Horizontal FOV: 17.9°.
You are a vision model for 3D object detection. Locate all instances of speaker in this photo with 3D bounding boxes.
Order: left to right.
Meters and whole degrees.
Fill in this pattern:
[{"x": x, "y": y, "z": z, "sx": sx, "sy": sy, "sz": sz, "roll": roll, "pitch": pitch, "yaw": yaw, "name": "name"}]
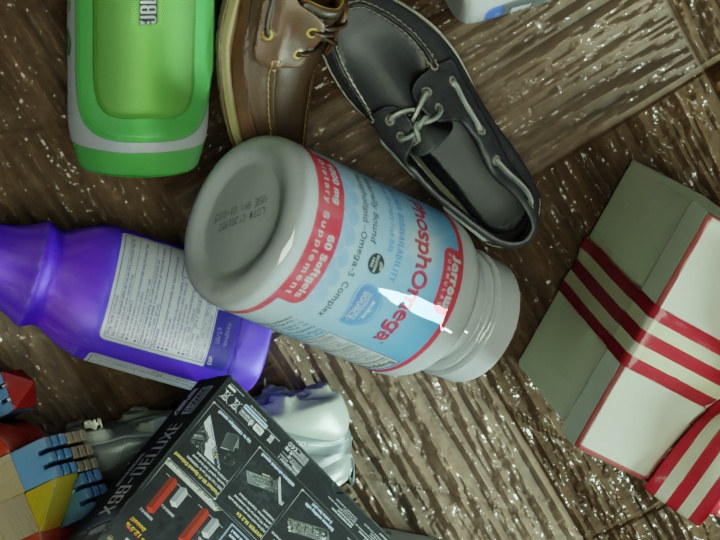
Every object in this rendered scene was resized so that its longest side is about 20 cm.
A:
[{"x": -0.131, "y": -0.160, "z": 1.354, "sx": 0.088, "sy": 0.088, "sz": 0.201, "roll": -1, "pitch": 105, "yaw": -10, "name": "speaker"}]

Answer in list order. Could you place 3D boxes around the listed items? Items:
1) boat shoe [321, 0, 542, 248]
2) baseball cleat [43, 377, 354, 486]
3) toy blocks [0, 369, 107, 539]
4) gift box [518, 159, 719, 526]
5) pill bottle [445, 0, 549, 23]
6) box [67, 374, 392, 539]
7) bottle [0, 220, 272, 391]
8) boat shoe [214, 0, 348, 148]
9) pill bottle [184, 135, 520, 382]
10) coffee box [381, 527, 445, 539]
[{"x": 0.047, "y": -0.093, "z": 1.415, "sx": 0.073, "sy": 0.063, "sz": 0.200, "roll": -38, "pitch": 107, "yaw": 4, "name": "boat shoe"}, {"x": -0.101, "y": 0.130, "z": 1.444, "sx": 0.199, "sy": 0.070, "sz": 0.107, "roll": -9, "pitch": 99, "yaw": -7, "name": "baseball cleat"}, {"x": -0.215, "y": 0.143, "z": 1.385, "sx": 0.136, "sy": 0.100, "sz": 0.200, "roll": -26, "pitch": 82, "yaw": 21, "name": "toy blocks"}, {"x": 0.235, "y": 0.051, "z": 1.425, "sx": 0.200, "sy": 0.187, "sz": 0.185, "roll": 21, "pitch": 101, "yaw": -14, "name": "gift box"}, {"x": 0.139, "y": -0.227, "z": 1.369, "sx": 0.199, "sy": 0.114, "sz": 0.114, "roll": -17, "pitch": 108, "yaw": -6, "name": "pill bottle"}, {"x": -0.066, "y": 0.187, "z": 1.365, "sx": 0.200, "sy": 0.050, "sz": 0.158, "roll": 46, "pitch": 64, "yaw": -16, "name": "box"}, {"x": -0.153, "y": 0.016, "z": 1.402, "sx": 0.199, "sy": 0.065, "sz": 0.084, "roll": 16, "pitch": 68, "yaw": -14, "name": "bottle"}, {"x": -0.044, "y": -0.150, "z": 1.365, "sx": 0.067, "sy": 0.072, "sz": 0.201, "roll": 8, "pitch": 110, "yaw": 20, "name": "boat shoe"}, {"x": 0.000, "y": 0.000, "z": 1.387, "sx": 0.200, "sy": 0.109, "sz": 0.109, "roll": 23, "pitch": 101, "yaw": -38, "name": "pill bottle"}, {"x": -0.014, "y": 0.271, "z": 1.496, "sx": 0.113, "sy": 0.080, "sz": 0.201, "roll": 12, "pitch": 103, "yaw": -13, "name": "coffee box"}]
